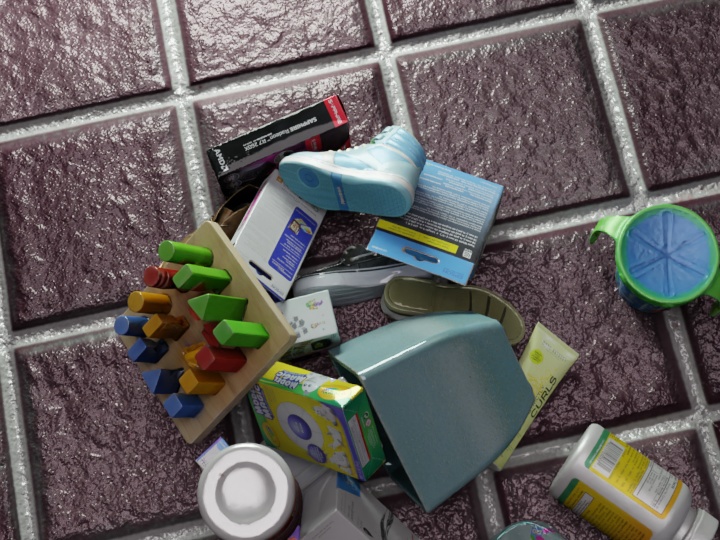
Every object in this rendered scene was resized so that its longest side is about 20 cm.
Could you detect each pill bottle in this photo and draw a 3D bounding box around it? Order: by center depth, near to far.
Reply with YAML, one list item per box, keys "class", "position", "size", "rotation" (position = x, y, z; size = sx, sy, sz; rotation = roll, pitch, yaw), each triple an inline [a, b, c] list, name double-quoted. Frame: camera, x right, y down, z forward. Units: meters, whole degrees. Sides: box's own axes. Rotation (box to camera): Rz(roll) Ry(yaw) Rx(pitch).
- class: "pill bottle"
  position: [-0.122, 0.266, 1.409]
  size: [0.108, 0.200, 0.111]
  rotation: [0, 73, 1]
- class: "pill bottle"
  position: [0.352, 0.297, 1.570]
  size: [0.199, 0.113, 0.113]
  rotation: [34, 78, 11]

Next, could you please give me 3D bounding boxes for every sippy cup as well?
- class: "sippy cup"
  position: [0.400, -0.005, 1.644]
  size: [0.138, 0.130, 0.179]
  rotation: [-21, 75, -5]

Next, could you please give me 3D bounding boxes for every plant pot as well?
- class: "plant pot"
  position: [0.102, 0.152, 1.550]
  size: [0.199, 0.196, 0.198]
  rotation: [-29, 100, -9]

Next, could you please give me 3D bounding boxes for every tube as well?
- class: "tube"
  position: [0.217, 0.172, 1.642]
  size: [0.052, 0.058, 0.201]
  rotation: [24, 72, 34]

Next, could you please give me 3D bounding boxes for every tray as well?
- class: "tray"
  position: [-0.061, 0.232, 1.582]
  size: [0.200, 0.022, 0.108]
  rotation: [-42, 70, 35]

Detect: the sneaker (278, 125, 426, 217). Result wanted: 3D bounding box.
- class: "sneaker"
  position: [-0.002, -0.146, 1.660]
  size: [0.198, 0.080, 0.131]
  rotation: [15, 51, 19]

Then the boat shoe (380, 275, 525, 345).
- class: "boat shoe"
  position: [0.125, 0.060, 1.667]
  size: [0.198, 0.069, 0.075]
  rotation: [18, 66, 2]

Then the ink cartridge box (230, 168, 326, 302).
- class: "ink cartridge box"
  position: [-0.115, -0.044, 1.626]
  size: [0.094, 0.037, 0.201]
  rotation: [39, 39, -14]

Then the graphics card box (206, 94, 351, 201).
- class: "graphics card box"
  position: [-0.110, -0.165, 1.709]
  size: [0.198, 0.126, 0.051]
  rotation: [-22, 74, -5]

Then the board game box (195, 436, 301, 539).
- class: "board game box"
  position: [-0.123, 0.311, 1.570]
  size: [0.045, 0.135, 0.200]
  rotation: [-41, 77, -10]

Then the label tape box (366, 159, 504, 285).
- class: "label tape box"
  position: [0.099, -0.053, 1.662]
  size: [0.143, 0.064, 0.201]
  rotation: [20, 49, 7]

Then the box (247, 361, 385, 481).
- class: "box"
  position: [-0.069, 0.177, 1.505]
  size: [0.199, 0.118, 0.048]
  rotation: [14, 41, 42]

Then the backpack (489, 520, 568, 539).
- class: "backpack"
  position: [0.192, 0.413, 1.536]
  size: [0.167, 0.127, 0.200]
  rotation: [40, 76, 15]

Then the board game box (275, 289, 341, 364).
- class: "board game box"
  position: [-0.128, 0.092, 1.626]
  size: [0.198, 0.148, 0.065]
  rotation: [-14, 76, -2]

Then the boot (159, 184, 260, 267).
- class: "boot"
  position: [-0.202, -0.049, 1.666]
  size: [0.073, 0.076, 0.200]
  rotation: [34, 53, 17]

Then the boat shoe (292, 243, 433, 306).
- class: "boat shoe"
  position: [0.000, 0.000, 1.695]
  size: [0.198, 0.072, 0.072]
  rotation: [-8, 66, -12]

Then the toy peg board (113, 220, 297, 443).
- class: "toy peg board"
  position: [-0.217, 0.072, 1.496]
  size: [0.199, 0.098, 0.201]
  rotation: [-46, 65, 17]

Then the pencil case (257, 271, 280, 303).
- class: "pencil case"
  position: [-0.202, 0.048, 1.673]
  size: [0.198, 0.087, 0.079]
  rotation: [-19, 100, -3]

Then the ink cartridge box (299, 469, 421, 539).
- class: "ink cartridge box"
  position: [0.018, 0.350, 1.523]
  size: [0.067, 0.116, 0.200]
  rotation: [-42, 104, 14]
